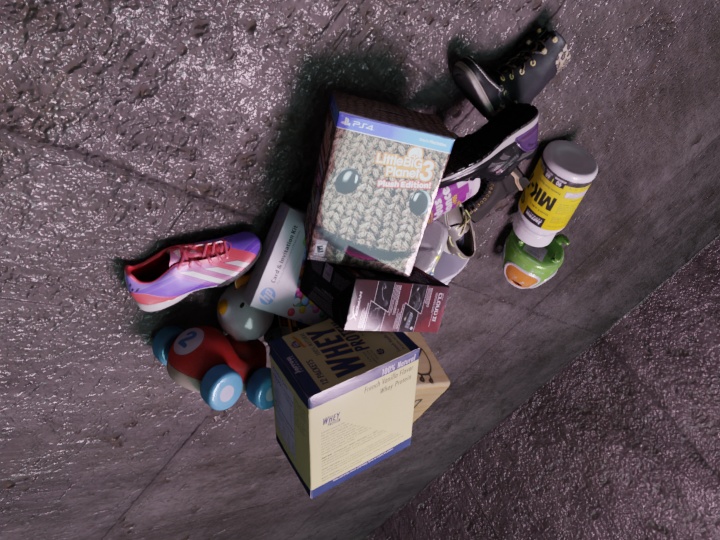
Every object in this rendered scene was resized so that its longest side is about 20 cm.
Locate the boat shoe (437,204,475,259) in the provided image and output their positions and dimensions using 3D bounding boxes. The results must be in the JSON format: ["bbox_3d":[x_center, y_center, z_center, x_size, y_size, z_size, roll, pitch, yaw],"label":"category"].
[{"bbox_3d":[0.183,-0.089,1.068,0.073,0.059,0.203,-55,150,-14],"label":"boat shoe"}]

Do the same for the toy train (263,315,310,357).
[{"bbox_3d":[-0.113,0.145,0.996,0.110,0.206,0.085,4,148,-31],"label":"toy train"}]

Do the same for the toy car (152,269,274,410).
[{"bbox_3d":[-0.206,0.087,0.893,0.174,0.181,0.207,16,95,-51],"label":"toy car"}]

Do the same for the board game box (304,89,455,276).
[{"bbox_3d":[0.017,-0.115,0.760,0.153,0.098,0.206,8,119,-14],"label":"board game box"}]

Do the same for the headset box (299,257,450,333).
[{"bbox_3d":[0.027,0.028,0.843,0.195,0.148,0.080,7,106,-36],"label":"headset box"}]

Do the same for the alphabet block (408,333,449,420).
[{"bbox_3d":[0.054,0.249,1.297,0.196,0.198,0.197,6,133,-48],"label":"alphabet block"}]

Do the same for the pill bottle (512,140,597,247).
[{"bbox_3d":[0.396,-0.154,1.158,0.111,0.116,0.204,-17,145,-25],"label":"pill bottle"}]

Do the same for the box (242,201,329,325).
[{"bbox_3d":[-0.070,0.004,0.887,0.196,0.041,0.160,22,95,-36],"label":"box"}]

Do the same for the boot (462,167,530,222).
[{"bbox_3d":[0.232,-0.156,1.042,0.138,0.079,0.198,-40,148,19],"label":"boot"}]

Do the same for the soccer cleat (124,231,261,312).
[{"bbox_3d":[-0.233,-0.011,0.789,0.195,0.069,0.074,-25,144,-12],"label":"soccer cleat"}]

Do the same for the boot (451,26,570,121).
[{"bbox_3d":[0.228,-0.306,0.838,0.155,0.074,0.201,-49,147,15],"label":"boot"}]

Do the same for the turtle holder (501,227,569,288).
[{"bbox_3d":[0.394,-0.046,1.305,0.136,0.190,0.134,12,135,-9],"label":"turtle holder"}]

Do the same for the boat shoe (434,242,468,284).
[{"bbox_3d":[0.158,0.009,1.204,0.198,0.075,0.065,-39,165,12],"label":"boat shoe"}]

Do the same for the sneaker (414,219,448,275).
[{"bbox_3d":[0.103,-0.016,0.996,0.104,0.076,0.202,-23,155,-52],"label":"sneaker"}]

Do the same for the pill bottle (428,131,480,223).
[{"bbox_3d":[0.085,-0.126,0.896,0.196,0.114,0.113,-31,149,-6],"label":"pill bottle"}]

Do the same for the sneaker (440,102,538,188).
[{"bbox_3d":[0.185,-0.157,0.822,0.196,0.076,0.089,-30,132,-9],"label":"sneaker"}]

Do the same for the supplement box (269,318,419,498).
[{"bbox_3d":[-0.026,0.196,0.872,0.195,0.134,0.206,-18,126,-29],"label":"supplement box"}]
